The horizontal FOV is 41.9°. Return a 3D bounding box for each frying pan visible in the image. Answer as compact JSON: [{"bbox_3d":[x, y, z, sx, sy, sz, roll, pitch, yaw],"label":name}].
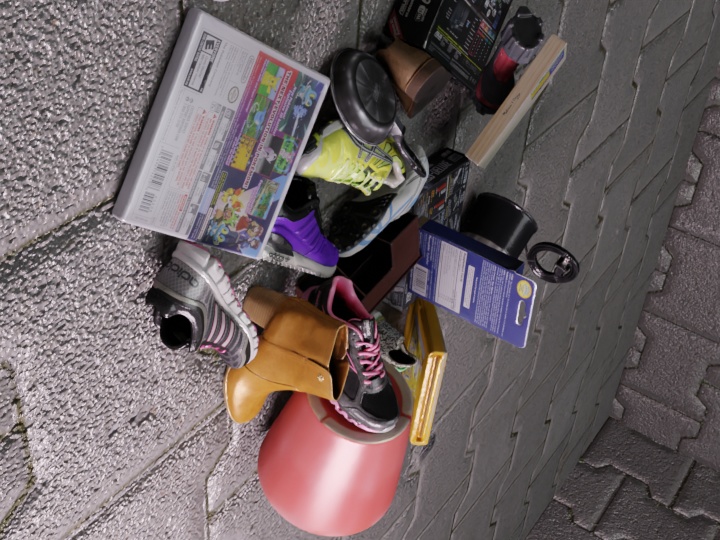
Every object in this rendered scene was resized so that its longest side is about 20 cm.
[{"bbox_3d":[0.024,-0.170,1.088,0.191,0.031,0.115,61,38,-18],"label":"frying pan"}]

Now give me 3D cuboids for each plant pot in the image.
[{"bbox_3d":[-0.022,0.212,1.219,0.200,0.200,0.178,-38,158,-42],"label":"plant pot"}]

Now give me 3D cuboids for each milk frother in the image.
[{"bbox_3d":[0.242,0.008,1.580,0.189,0.198,0.181,-58,158,-12],"label":"milk frother"}]

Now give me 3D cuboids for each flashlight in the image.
[{"bbox_3d":[0.206,-0.284,1.317,0.068,0.067,0.200,-53,178,-15],"label":"flashlight"}]

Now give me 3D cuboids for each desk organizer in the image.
[{"bbox_3d":[0.000,0.000,1.256,0.200,0.071,0.078,-46,147,-34],"label":"desk organizer"}]

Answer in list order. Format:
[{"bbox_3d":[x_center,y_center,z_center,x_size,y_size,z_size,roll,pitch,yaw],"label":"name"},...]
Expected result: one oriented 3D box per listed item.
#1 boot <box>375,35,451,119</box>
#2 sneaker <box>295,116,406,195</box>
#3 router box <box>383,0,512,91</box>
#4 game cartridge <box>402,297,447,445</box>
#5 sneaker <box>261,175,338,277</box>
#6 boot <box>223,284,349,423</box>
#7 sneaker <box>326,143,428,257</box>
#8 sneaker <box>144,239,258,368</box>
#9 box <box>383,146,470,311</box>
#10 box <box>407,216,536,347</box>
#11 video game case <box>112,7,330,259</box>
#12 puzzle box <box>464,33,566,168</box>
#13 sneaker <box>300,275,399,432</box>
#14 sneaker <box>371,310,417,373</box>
[{"bbox_3d":[0.064,-0.243,1.168,0.074,0.075,0.200,-48,174,2],"label":"boot"},{"bbox_3d":[-0.004,-0.131,1.099,0.075,0.077,0.199,-40,168,34],"label":"sneaker"},{"bbox_3d":[0.119,-0.332,1.194,0.199,0.062,0.151,14,101,-64],"label":"router box"},{"bbox_3d":[0.092,0.140,1.473,0.201,0.032,0.178,-102,-162,-58],"label":"game cartridge"},{"bbox_3d":[-0.068,-0.055,1.077,0.200,0.069,0.101,15,97,-65],"label":"sneaker"},{"bbox_3d":[-0.086,0.127,1.118,0.071,0.143,0.204,-26,135,-51],"label":"boot"},{"bbox_3d":[0.029,-0.083,1.233,0.200,0.071,0.073,-50,141,-27],"label":"sneaker"},{"bbox_3d":[-0.170,0.054,0.982,0.088,0.073,0.201,-47,151,-20],"label":"sneaker"},{"bbox_3d":[0.095,-0.061,1.404,0.157,0.049,0.202,-38,143,-43],"label":"box"},{"bbox_3d":[0.157,0.017,1.305,0.032,0.199,0.122,-36,142,-39],"label":"box"},{"bbox_3d":[-0.129,-0.123,0.907,0.181,0.023,0.202,16,98,-49],"label":"video game case"},{"bbox_3d":[0.220,-0.233,1.322,0.201,0.025,0.133,-54,172,9],"label":"puzzle box"},{"bbox_3d":[-0.005,0.095,1.123,0.078,0.202,0.095,-19,166,-37],"label":"sneaker"},{"bbox_3d":[0.047,0.137,1.444,0.077,0.088,0.201,-56,153,-16],"label":"sneaker"}]
